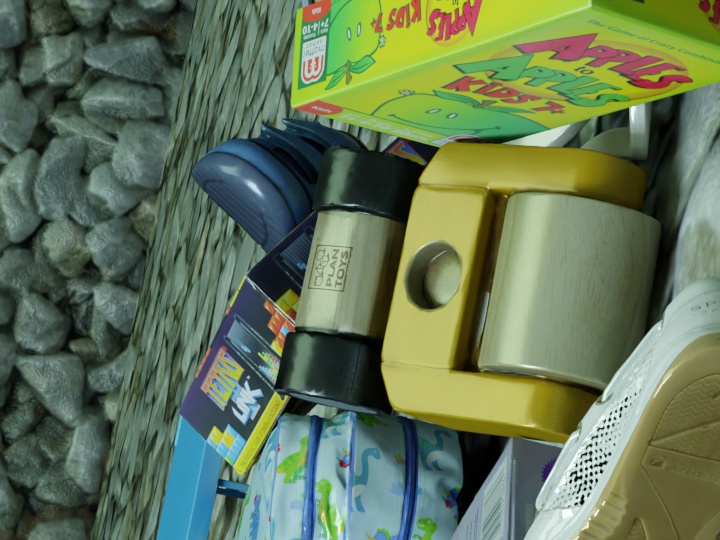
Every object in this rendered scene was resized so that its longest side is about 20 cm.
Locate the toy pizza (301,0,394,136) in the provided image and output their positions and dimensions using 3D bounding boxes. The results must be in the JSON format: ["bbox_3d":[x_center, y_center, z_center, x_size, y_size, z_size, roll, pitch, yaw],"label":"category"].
[{"bbox_3d":[0.041,-0.172,1.362,0.032,0.200,0.202,10,87,39],"label":"toy pizza"}]

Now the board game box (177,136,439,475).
[{"bbox_3d":[0.000,0.000,1.350,0.200,0.057,0.166,-43,-8,-32],"label":"board game box"}]

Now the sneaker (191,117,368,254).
[{"bbox_3d":[-0.036,-0.050,1.374,0.082,0.074,0.200,-45,-8,1],"label":"sneaker"}]

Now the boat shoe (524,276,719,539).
[{"bbox_3d":[0.104,0.090,0.955,0.070,0.070,0.201,-91,26,-56],"label":"boat shoe"}]

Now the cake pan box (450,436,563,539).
[{"bbox_3d":[0.057,0.200,1.115,0.185,0.052,0.201,117,162,-48],"label":"cake pan box"}]

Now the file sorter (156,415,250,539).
[{"bbox_3d":[-0.064,0.188,1.566,0.139,0.122,0.202,157,125,-76],"label":"file sorter"}]

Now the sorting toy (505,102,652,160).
[{"bbox_3d":[0.099,-0.129,1.169,0.200,0.106,0.182,156,114,-63],"label":"sorting toy"}]

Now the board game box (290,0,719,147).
[{"bbox_3d":[0.069,-0.098,1.051,0.199,0.101,0.048,-13,69,52],"label":"board game box"}]

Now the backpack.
[{"bbox_3d":[-0.009,0.158,1.322,0.200,0.153,0.164,-43,27,47],"label":"backpack"}]

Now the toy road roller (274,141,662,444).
[{"bbox_3d":[0.068,0.017,1.161,0.199,0.146,0.124,4,79,42],"label":"toy road roller"}]
